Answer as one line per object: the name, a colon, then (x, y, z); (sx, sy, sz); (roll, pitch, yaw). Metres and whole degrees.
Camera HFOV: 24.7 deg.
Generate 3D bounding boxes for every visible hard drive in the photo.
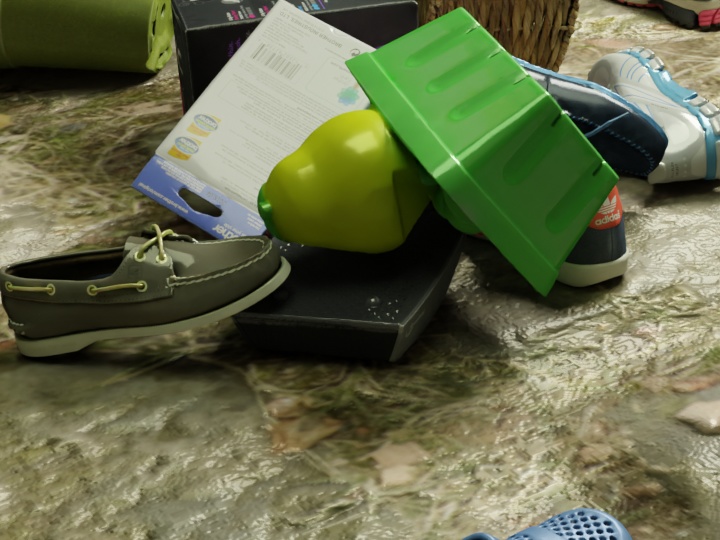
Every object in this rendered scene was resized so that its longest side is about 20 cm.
hard drive: (0.000, 0.000, 1.151); (0.135, 0.042, 0.200); (4, 28, 16)

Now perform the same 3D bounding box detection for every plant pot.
plant pot: (-0.275, -0.269, 1.602); (0.190, 0.200, 0.200); (13, 29, 7)

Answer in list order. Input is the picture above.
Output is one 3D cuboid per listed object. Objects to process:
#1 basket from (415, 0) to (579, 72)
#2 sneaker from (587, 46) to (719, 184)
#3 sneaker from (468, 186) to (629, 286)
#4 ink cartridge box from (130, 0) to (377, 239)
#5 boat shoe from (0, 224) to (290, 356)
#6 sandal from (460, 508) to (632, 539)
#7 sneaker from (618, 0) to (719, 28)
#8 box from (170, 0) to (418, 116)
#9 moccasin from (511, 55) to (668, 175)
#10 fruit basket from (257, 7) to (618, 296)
basket: (0.111, -0.259, 1.473); (0.143, 0.200, 0.149); (-1, 23, -12)
sneaker: (0.220, -0.125, 1.341); (0.087, 0.075, 0.200); (-17, 28, -12)
sneaker: (0.123, -0.062, 1.210); (0.075, 0.085, 0.200); (-21, 31, -31)
ink cartridge box: (-0.071, -0.106, 1.271); (0.119, 0.042, 0.200); (31, 69, 19)
boat shoe: (-0.147, 0.006, 1.092); (0.202, 0.060, 0.072); (-13, 23, 16)
sandal: (0.063, 0.160, 0.775); (0.079, 0.087, 0.200); (16, 31, 38)
sneaker: (0.319, -0.310, 1.690); (0.081, 0.075, 0.200); (-18, 29, -25)
box: (-0.056, -0.180, 1.431); (0.200, 0.122, 0.106); (-8, 27, -11)
moccasin: (0.132, -0.110, 1.256); (0.200, 0.080, 0.068); (22, 62, 14)
fruit basket: (0.040, -0.063, 1.113); (0.216, 0.156, 0.216); (-28, 38, 24)
